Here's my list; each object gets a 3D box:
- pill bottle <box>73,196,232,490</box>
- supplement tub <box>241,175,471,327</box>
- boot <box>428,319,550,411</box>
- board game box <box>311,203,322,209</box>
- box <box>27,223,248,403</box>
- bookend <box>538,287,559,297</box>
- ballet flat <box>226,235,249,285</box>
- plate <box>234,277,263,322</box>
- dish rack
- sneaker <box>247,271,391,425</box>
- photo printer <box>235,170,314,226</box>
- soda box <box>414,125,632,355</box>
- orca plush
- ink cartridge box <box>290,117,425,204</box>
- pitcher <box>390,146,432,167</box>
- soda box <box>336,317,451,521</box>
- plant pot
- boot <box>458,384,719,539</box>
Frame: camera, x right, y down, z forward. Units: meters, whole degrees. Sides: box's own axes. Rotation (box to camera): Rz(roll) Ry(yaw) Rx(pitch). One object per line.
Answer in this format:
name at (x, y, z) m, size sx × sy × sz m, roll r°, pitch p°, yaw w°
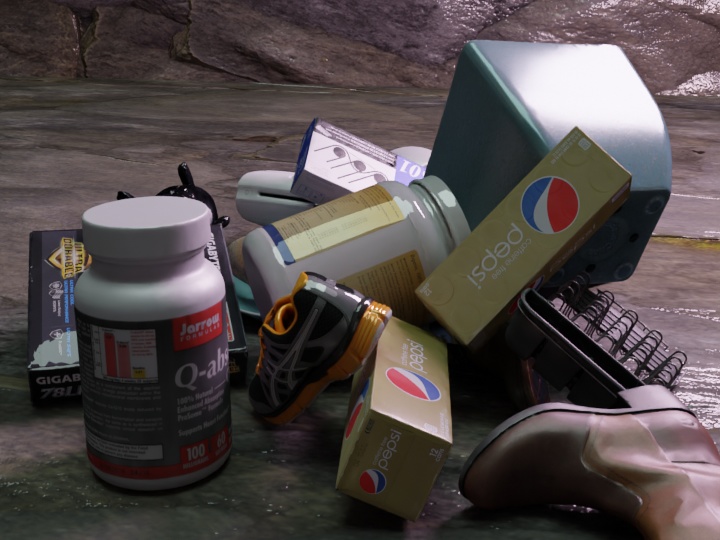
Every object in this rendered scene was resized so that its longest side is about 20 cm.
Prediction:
pill bottle at (-0.158, 0.053, 0.788) m, size 0.114 × 0.203 × 0.116 m, roll 0°, pitch 18°, yaw 0°
supplement tub at (0.000, 0.000, 0.985) m, size 0.198 × 0.146 × 0.144 m, roll -21°, pitch 22°, yaw -13°
boot at (0.116, 0.085, 0.953) m, size 0.096 × 0.075 × 0.201 m, roll -21°, pitch 21°, yaw 10°
board game box at (-0.002, -0.031, 1.163) m, size 0.133 × 0.029 × 0.200 m, roll 13°, pitch -9°, yaw -7°
box at (-0.218, 0.033, 0.996) m, size 0.195 × 0.050 × 0.201 m, roll -4°, pitch 41°, yaw -13°
bookend at (0.178, -0.039, 1.260) m, size 0.197 × 0.094 × 0.199 m, roll -13°, pitch 20°, yaw -34°
ballet flat at (-0.062, 0.000, 1.103) m, size 0.197 × 0.069 × 0.067 m, roll 3°, pitch 23°, yaw 15°
plate at (-0.064, 0.029, 1.159) m, size 0.197 × 0.026 × 0.200 m, roll 0°, pitch 17°, yaw 0°
dish rack at (0.217, 0.064, 0.899) m, size 0.153 × 0.055 × 0.199 m, roll 42°, pitch 31°, yaw 14°
sneaker at (-0.050, 0.060, 0.834) m, size 0.077 × 0.200 × 0.079 m, roll 35°, pitch 50°, yaw -9°
photo printer at (-0.055, -0.076, 1.312) m, size 0.164 × 0.071 × 0.200 m, roll 9°, pitch -3°, yaw 21°
soda box at (0.140, -0.023, 0.887) m, size 0.068 × 0.200 × 0.064 m, roll 45°, pitch 0°, yaw 17°
orca plush at (-0.207, -0.082, 1.123) m, size 0.104 × 0.072 × 0.200 m, roll -4°, pitch -2°, yaw 20°
ink cartridge box at (0.021, -0.096, 1.205) m, size 0.198 × 0.044 × 0.095 m, roll 24°, pitch 46°, yaw -14°
pitcher at (0.074, -0.110, 1.474) m, size 0.169 × 0.123 × 0.199 m, roll 8°, pitch 0°, yaw -29°
soda box at (0.028, 0.105, 0.797) m, size 0.063 × 0.068 × 0.200 m, roll 22°, pitch 17°, yaw -4°
plant pot at (0.201, -0.094, 1.040) m, size 0.194 × 0.198 × 0.201 m, roll -3°, pitch 41°, yaw -23°
boot at (0.181, 0.172, 0.685) m, size 0.185 × 0.069 × 0.201 m, roll -8°, pitch 32°, yaw -14°
